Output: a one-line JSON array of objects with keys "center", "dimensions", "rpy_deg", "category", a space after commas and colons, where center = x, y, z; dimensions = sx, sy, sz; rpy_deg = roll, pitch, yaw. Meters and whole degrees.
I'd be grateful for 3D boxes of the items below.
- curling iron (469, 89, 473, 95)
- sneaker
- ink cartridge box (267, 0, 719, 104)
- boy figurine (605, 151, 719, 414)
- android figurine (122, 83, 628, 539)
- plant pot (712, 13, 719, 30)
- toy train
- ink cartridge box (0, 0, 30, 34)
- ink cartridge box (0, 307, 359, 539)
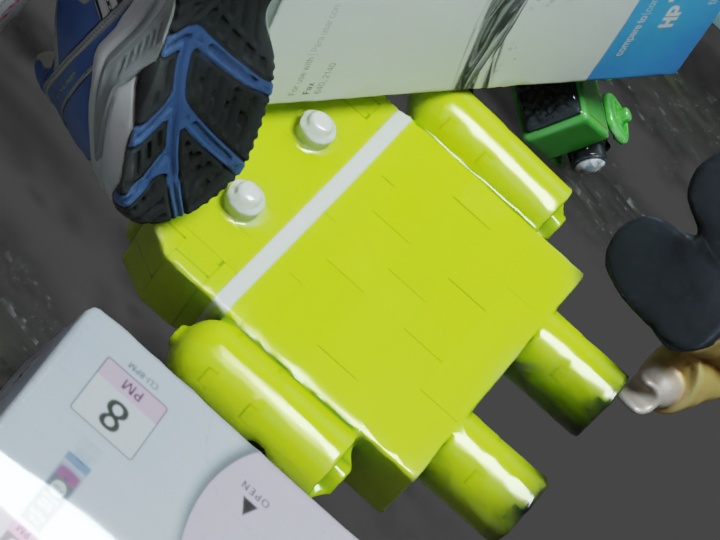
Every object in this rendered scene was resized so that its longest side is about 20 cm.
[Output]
[{"center": [0.023, -0.049, 0.918], "dimensions": [0.050, 0.026, 0.200], "rpy_deg": [8, 63, -10], "category": "curling iron"}, {"center": [-0.060, -0.114, 0.751], "dimensions": [0.076, 0.200, 0.077], "rpy_deg": [-10, 42, -45], "category": "sneaker"}, {"center": [0.026, -0.146, 0.875], "dimensions": [0.200, 0.086, 0.147], "rpy_deg": [-6, 58, -31], "category": "ink cartridge box"}, {"center": [0.157, 0.019, 0.922], "dimensions": [0.064, 0.124, 0.200], "rpy_deg": [56, 10, 28], "category": "boy figurine"}, {"center": [0.000, 0.000, 0.840], "dimensions": [0.200, 0.041, 0.182], "rpy_deg": [44, 52, 1], "category": "android figurine"}, {"center": [0.240, -0.208, 1.055], "dimensions": [0.200, 0.200, 0.196], "rpy_deg": [48, 29, -5], "category": "plant pot"}, {"center": [0.070, -0.134, 0.980], "dimensions": [0.056, 0.042, 0.200], "rpy_deg": [31, 43, -57], "category": "toy train"}, {"center": [-0.170, -0.080, 0.685], "dimensions": [0.085, 0.146, 0.200], "rpy_deg": [48, 54, -5], "category": "ink cartridge box"}, {"center": [-0.079, 0.131, 0.718], "dimensions": [0.163, 0.057, 0.200], "rpy_deg": [43, 42, -10], "category": "ink cartridge box"}]
